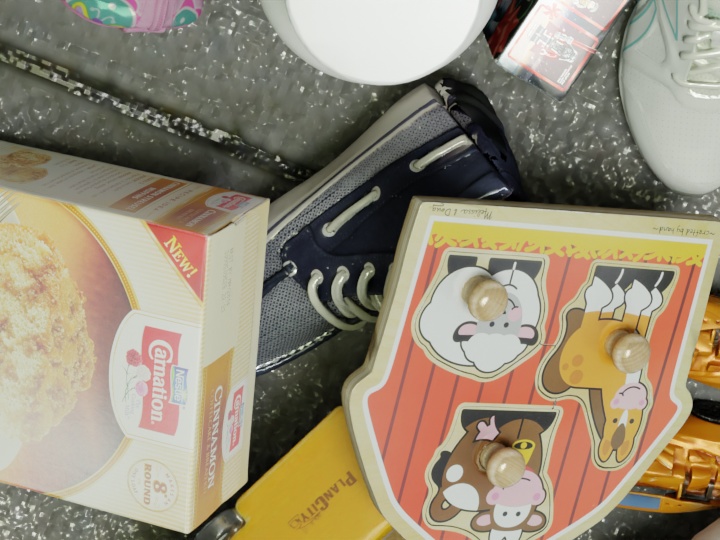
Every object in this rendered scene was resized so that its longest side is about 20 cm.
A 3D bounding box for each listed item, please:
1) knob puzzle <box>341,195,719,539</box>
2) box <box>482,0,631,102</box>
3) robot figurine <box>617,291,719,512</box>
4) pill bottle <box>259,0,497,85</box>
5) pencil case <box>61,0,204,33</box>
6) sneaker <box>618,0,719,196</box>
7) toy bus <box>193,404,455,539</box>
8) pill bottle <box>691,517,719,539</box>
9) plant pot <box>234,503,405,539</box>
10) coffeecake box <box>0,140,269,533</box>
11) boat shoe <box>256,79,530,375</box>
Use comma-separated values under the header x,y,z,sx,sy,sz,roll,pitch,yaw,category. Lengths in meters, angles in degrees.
x,y,z,sx,sy,sz,roll,pitch,yaw,category
0.083,0.067,0.986,0.219,0.030,0.221,-11,117,-23,knob puzzle
0.123,-0.185,0.943,0.040,0.137,0.200,30,106,-14,box
0.134,0.062,1.073,0.199,0.058,0.146,7,108,-4,robot figurine
0.007,-0.148,0.921,0.111,0.200,0.112,0,110,-1,pill bottle
-0.079,-0.198,0.929,0.087,0.088,0.200,25,133,-9,pencil case
0.168,-0.128,0.996,0.070,0.080,0.201,1,111,-3,sneaker
-0.021,0.125,1.051,0.200,0.078,0.065,-44,80,9,toy bus
0.154,0.221,1.084,0.114,0.114,0.200,40,115,-14,pill bottle
0.005,0.193,1.093,0.199,0.027,0.201,-2,82,18,plant pot
-0.153,0.025,1.012,0.199,0.073,0.154,12,111,19,coffeecake box
0.000,0.000,1.015,0.200,0.093,0.075,-45,131,13,boat shoe
